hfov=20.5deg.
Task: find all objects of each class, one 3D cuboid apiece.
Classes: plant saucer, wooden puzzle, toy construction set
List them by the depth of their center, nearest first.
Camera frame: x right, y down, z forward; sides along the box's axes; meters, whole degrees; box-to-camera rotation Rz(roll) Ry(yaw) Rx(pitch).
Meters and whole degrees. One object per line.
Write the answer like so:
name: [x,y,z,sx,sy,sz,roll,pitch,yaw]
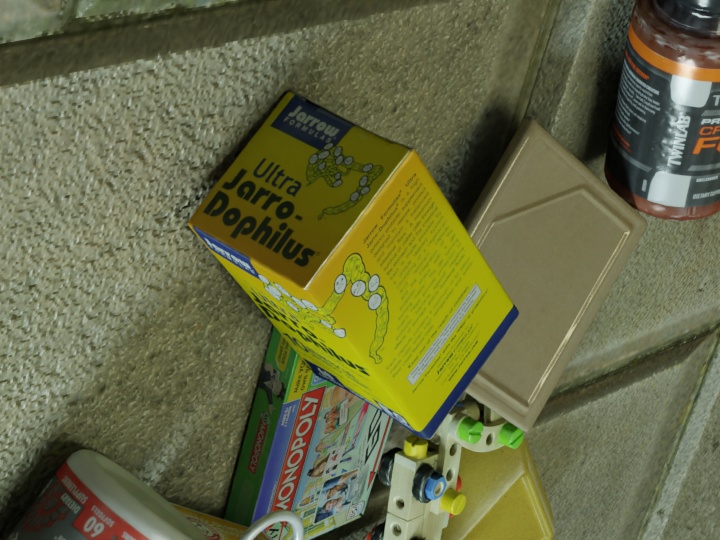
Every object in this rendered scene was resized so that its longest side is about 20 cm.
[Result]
wooden puzzle: [0.117,0.005,1.451,0.200,0.037,0.186,35,84,-50]
toy construction set: [0.072,0.171,1.535,0.131,0.092,0.202,-15,104,-49]
plant saucer: [0.092,0.235,1.688,0.200,0.048,0.200,-45,147,-13]

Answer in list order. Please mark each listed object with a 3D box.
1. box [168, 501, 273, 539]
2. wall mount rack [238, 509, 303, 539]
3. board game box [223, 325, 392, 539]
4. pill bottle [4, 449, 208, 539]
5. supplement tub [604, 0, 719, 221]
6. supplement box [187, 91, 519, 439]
box: [-0.131,0.272,1.353,0.112,0.101,0.201,25,100,-40]
wall mount rack: [-0.052,0.256,1.282,0.173,0.074,0.201,7,113,-50]
board game box: [-0.028,0.111,1.429,0.134,0.029,0.201,-18,134,-45]
pill bottle: [-0.191,0.222,1.236,0.201,0.116,0.116,-53,148,-3]
supplement tub: [0.244,-0.143,1.471,0.107,0.107,0.201,-30,141,-33]
supplement box: [0.000,0.000,1.255,0.110,0.108,0.200,-53,142,-13]
